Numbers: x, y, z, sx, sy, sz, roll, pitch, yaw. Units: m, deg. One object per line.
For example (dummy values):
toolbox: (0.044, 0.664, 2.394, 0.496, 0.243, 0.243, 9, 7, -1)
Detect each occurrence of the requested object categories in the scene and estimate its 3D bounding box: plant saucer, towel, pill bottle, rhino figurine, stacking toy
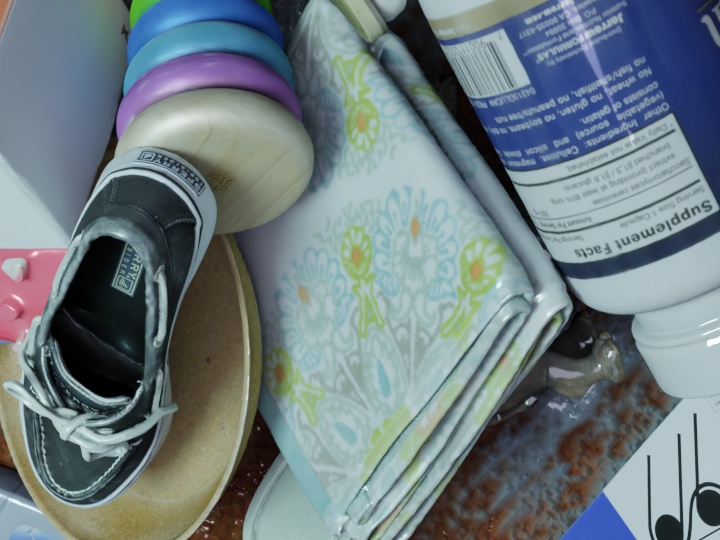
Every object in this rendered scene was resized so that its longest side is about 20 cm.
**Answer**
plant saucer: (-0.107, 0.037, 0.880, 0.199, 0.035, 0.202, 2, 93, 45)
towel: (0.000, 0.000, 0.822, 0.200, 0.048, 0.172, 58, 131, 31)
pill bottle: (0.114, -0.053, 0.741, 0.111, 0.111, 0.201, -27, 105, 11)
rhino figurine: (0.044, -0.018, 0.858, 0.087, 0.060, 0.201, -23, 69, -3)
stacking toy: (-0.070, -0.119, 0.823, 0.085, 0.086, 0.201, -13, 56, 9)

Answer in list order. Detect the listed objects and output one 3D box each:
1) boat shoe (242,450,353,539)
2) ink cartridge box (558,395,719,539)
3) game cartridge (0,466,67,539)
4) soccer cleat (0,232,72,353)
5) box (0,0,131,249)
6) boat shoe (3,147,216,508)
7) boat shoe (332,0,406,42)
boat shoe: (0.016, 0.070, 0.899, 0.076, 0.060, 0.200, 39, 84, 21)
ink cartridge box: (0.155, 0.128, 0.846, 0.094, 0.044, 0.200, 54, 131, 26)
game cartridge: (-0.159, 0.191, 0.957, 0.199, 0.042, 0.134, 33, 107, 0)
soccer cleat: (-0.165, 0.007, 0.871, 0.199, 0.077, 0.067, -13, 117, 31)
box: (-0.219, -0.085, 0.829, 0.199, 0.098, 0.125, -1, 58, 21)
boat shoe: (-0.111, 0.043, 0.779, 0.073, 0.068, 0.200, 27, 130, -2)
boat shoe: (-0.004, -0.166, 0.791, 0.068, 0.200, 0.075, -32, 123, 6)
